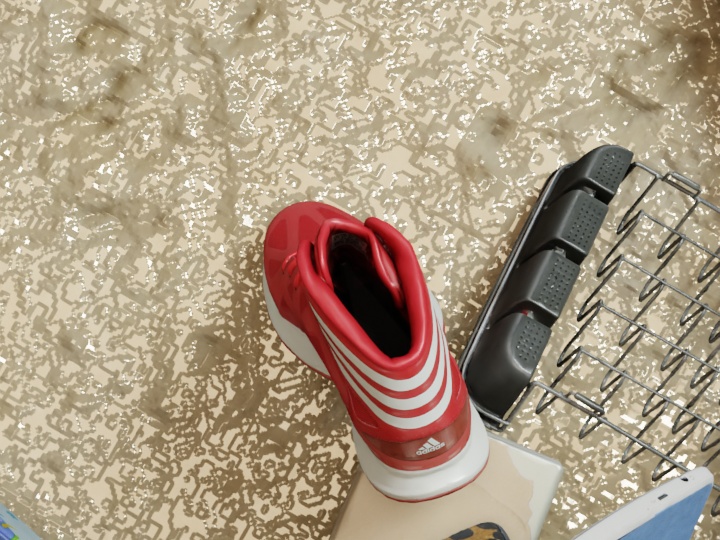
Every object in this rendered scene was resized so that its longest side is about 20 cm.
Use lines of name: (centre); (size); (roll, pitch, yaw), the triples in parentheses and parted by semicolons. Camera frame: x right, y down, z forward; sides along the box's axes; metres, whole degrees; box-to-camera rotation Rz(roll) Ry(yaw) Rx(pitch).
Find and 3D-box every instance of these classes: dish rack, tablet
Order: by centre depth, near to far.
tablet: (0.089, 0.184, 0.945); (0.014, 0.130, 0.201); (34, 122, 27)
dish rack: (0.160, 0.040, 1.004); (0.199, 0.055, 0.154); (30, 61, -3)

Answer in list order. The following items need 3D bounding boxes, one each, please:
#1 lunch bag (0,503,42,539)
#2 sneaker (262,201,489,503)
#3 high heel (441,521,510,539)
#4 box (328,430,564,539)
lunch bag: (-0.233, 0.190, 1.009); (0.161, 0.082, 0.200); (39, 87, 5)
sneaker: (0.000, 0.000, 0.959); (0.078, 0.116, 0.200); (-23, 41, -12)
high heel: (-0.028, 0.163, 0.956); (0.199, 0.072, 0.143); (8, 55, 26)
box: (0.018, 0.167, 1.007); (0.095, 0.078, 0.201); (21, 86, 5)
